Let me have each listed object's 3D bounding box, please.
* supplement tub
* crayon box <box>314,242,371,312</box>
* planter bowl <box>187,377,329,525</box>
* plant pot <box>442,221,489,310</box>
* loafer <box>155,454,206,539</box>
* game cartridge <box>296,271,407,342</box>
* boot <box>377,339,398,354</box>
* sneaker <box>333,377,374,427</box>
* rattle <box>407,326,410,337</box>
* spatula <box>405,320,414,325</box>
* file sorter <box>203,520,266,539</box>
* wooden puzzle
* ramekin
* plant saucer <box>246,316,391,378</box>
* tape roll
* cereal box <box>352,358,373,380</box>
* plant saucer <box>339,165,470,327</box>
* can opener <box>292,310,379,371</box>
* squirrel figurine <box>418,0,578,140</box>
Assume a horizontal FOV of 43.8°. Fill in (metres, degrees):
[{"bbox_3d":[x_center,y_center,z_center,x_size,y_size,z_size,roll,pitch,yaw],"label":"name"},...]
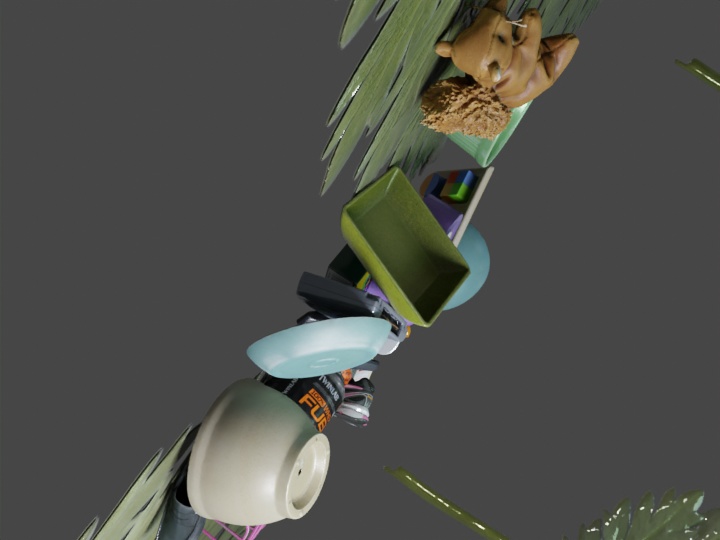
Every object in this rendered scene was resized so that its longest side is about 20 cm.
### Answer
[{"bbox_3d":[-0.107,0.220,1.464,0.200,0.122,0.123,-52,171,-31],"label":"supplement tub"},{"bbox_3d":[0.000,0.000,1.458,0.173,0.058,0.200,-53,171,-32],"label":"crayon box"},{"bbox_3d":[-0.126,0.264,1.236,0.200,0.134,0.202,-42,139,-51],"label":"planter bowl"},{"bbox_3d":[0.141,0.000,1.757,0.201,0.199,0.135,-61,173,33],"label":"plant pot"},{"bbox_3d":[-0.247,0.329,1.283,0.202,0.068,0.070,-63,163,8],"label":"loafer"},{"bbox_3d":[-0.014,0.053,1.270,0.200,0.132,0.042,44,61,-69],"label":"game cartridge"},{"bbox_3d":[0.050,0.055,1.686,0.096,0.073,0.202,27,66,-85],"label":"boot"},{"bbox_3d":[-0.049,0.213,1.587,0.080,0.199,0.087,46,64,-47],"label":"sneaker"},{"bbox_3d":[0.059,0.072,1.833,0.200,0.142,0.131,44,63,-76],"label":"rattle"},{"bbox_3d":[0.005,0.088,1.392,0.199,0.021,0.057,-12,159,-29],"label":"spatula"},{"bbox_3d":[-0.219,0.398,1.494,0.139,0.125,0.200,-58,172,16],"label":"file sorter"},{"bbox_3d":[0.142,-0.113,1.641,0.200,0.046,0.186,0,-119,62],"label":"wooden puzzle"},{"bbox_3d":[0.223,-0.284,1.505,0.201,0.097,0.200,-55,172,-12],"label":"ramekin"},{"bbox_3d":[-0.052,0.110,1.204,0.198,0.036,0.200,-11,163,-3],"label":"plant saucer"},{"bbox_3d":[0.088,-0.023,1.460,0.201,0.065,0.200,-57,172,-12],"label":"tape roll"},{"bbox_3d":[-0.016,0.149,1.716,0.039,0.145,0.200,-8,156,-10],"label":"cereal box"},{"bbox_3d":[0.057,-0.031,1.281,0.048,0.200,0.200,-32,-174,34],"label":"plant saucer"},{"bbox_3d":[-0.038,0.127,1.430,0.078,0.064,0.199,-32,140,27],"label":"can opener"},{"bbox_3d":[0.165,-0.255,1.168,0.201,0.141,0.186,-62,164,22],"label":"squirrel figurine"}]
